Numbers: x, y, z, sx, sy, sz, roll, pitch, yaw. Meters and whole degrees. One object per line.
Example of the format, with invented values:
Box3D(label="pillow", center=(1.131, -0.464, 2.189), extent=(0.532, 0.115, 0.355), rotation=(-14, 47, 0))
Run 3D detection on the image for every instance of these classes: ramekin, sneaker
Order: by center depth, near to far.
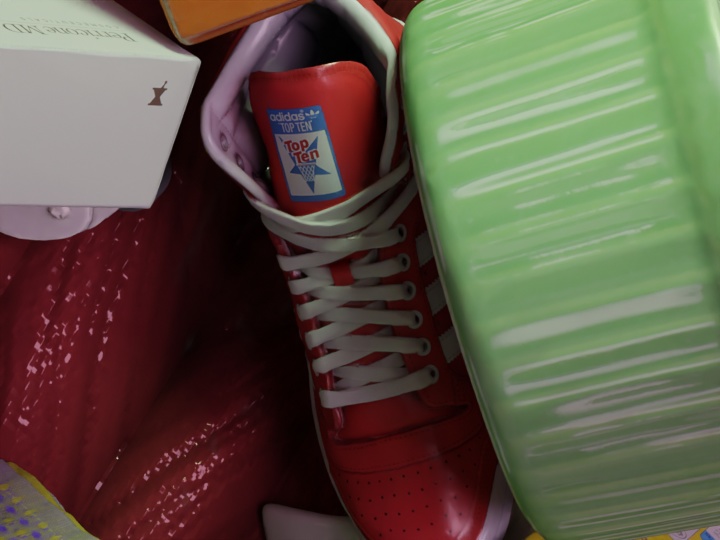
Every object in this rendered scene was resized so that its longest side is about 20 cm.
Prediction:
Box3D(label="ramekin", center=(0.082, -0.009, 0.823), extent=(0.098, 0.200, 0.200), rotation=(-15, 102, 9))
Box3D(label="sneaker", center=(0.000, 0.000, 0.850), extent=(0.112, 0.071, 0.200), rotation=(38, 40, -69))

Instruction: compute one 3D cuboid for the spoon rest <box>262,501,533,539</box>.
Box3D(label="spoon rest", center=(0.063, 0.078, 0.946), extent=(0.200, 0.061, 0.100), rotation=(-18, 102, -33))

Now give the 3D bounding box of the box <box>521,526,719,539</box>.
Box3D(label="box", center=(0.083, 0.139, 0.853), extent=(0.117, 0.048, 0.200), rotation=(47, 41, 11))

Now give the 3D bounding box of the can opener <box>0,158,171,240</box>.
Box3D(label="can opener", center=(-0.124, -0.102, 0.828), extent=(0.200, 0.053, 0.066), rotation=(67, 23, -17))

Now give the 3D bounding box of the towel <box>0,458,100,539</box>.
Box3D(label="towel", center=(-0.110, 0.109, 0.748), extent=(0.143, 0.200, 0.023), rotation=(-7, 115, -34))

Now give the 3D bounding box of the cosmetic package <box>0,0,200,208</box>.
Box3D(label="cosmetic package", center=(-0.165, -0.070, 0.683), extent=(0.200, 0.151, 0.052), rotation=(0, 116, -46))

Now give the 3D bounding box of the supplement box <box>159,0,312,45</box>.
Box3D(label="supplement box", center=(-0.038, -0.115, 0.788), extent=(0.069, 0.200, 0.067), rotation=(-20, 101, -3))
